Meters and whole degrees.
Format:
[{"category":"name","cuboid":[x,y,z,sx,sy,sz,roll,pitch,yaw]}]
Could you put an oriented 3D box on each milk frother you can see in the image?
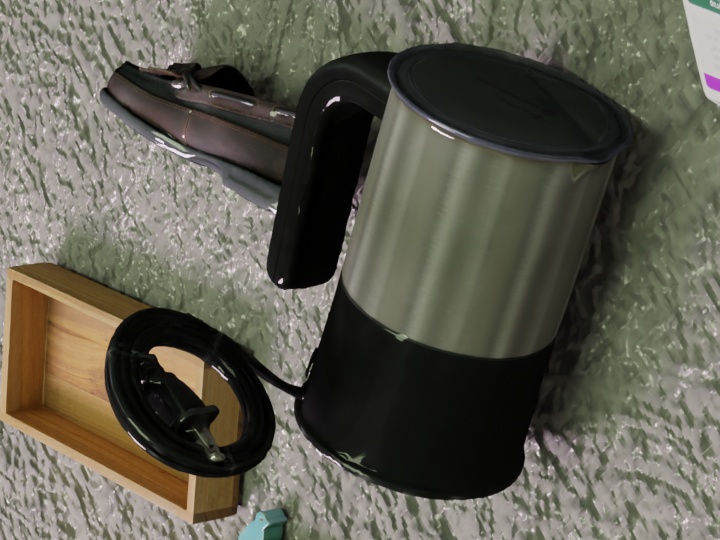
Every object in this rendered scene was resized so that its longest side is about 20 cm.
[{"category":"milk frother","cuboid":[0.000,0.000,1.234,0.180,0.200,0.188,26,118,21]}]

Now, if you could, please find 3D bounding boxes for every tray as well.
[{"category":"tray","cuboid":[-0.141,0.068,1.557,0.200,0.037,0.099,22,113,47]}]

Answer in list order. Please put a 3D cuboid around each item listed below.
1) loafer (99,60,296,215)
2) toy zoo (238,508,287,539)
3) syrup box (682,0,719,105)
[{"category":"loafer","cuboid":[-0.064,-0.080,1.424,0.200,0.072,0.063,32,100,45]},{"category":"toy zoo","cuboid":[-0.044,0.233,1.479,0.131,0.020,0.200,2,98,50]},{"category":"syrup box","cuboid":[0.168,-0.160,1.051,0.081,0.079,0.200,35,146,57]}]
